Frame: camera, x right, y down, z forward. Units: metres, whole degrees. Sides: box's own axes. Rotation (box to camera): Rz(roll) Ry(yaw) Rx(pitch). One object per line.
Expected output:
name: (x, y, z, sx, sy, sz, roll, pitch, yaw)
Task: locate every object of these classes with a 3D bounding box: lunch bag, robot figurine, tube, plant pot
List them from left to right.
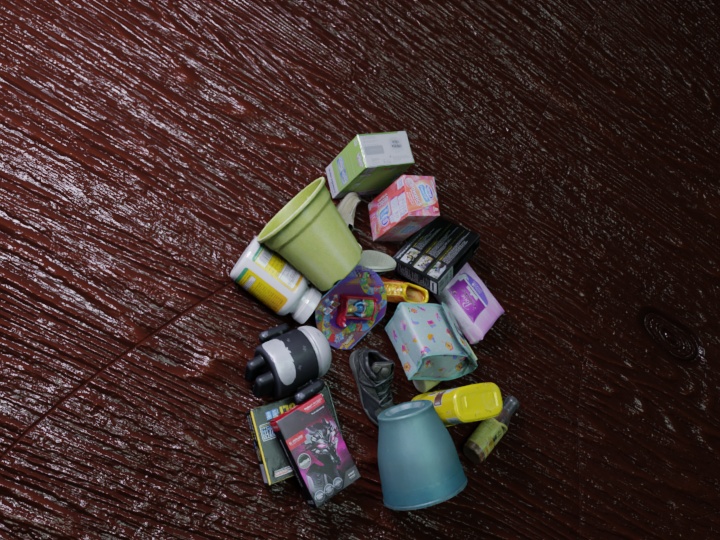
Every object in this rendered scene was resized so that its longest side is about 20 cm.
robot figurine: (-0.157, 0.203, 1.509, 0.196, 0.124, 0.155, -23, 103, -31)
plant pot: (-0.097, -0.066, 1.507, 0.185, 0.199, 0.201, 49, 59, -16)
plant pot: (0.122, 0.399, 1.532, 0.195, 0.199, 0.194, -14, 90, -29)
lunch bag: (0.184, 0.171, 1.673, 0.195, 0.123, 0.173, 3, 44, -31)
tube: (0.214, 0.237, 1.734, 0.197, 0.051, 0.060, -28, 122, -35)

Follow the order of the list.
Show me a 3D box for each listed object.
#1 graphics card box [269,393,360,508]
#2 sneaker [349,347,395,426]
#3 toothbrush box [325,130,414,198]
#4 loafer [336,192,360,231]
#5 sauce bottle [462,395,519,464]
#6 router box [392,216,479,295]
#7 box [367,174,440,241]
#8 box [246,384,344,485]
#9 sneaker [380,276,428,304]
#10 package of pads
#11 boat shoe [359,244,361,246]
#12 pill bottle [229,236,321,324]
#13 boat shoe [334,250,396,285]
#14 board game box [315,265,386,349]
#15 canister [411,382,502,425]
graphics card box: (-0.097, 0.384, 1.471, 0.123, 0.051, 0.204, -25, 88, -31)
sneaker: (0.045, 0.275, 1.597, 0.075, 0.114, 0.205, -18, 85, -28)
toothbrush box: (0.020, -0.258, 1.694, 0.142, 0.199, 0.089, -11, 78, -28)
loafer: (-0.046, -0.119, 1.672, 0.068, 0.075, 0.201, 43, 42, -8)
sauce bottle: (0.336, 0.398, 1.736, 0.199, 0.066, 0.066, -42, 95, -29)
router box: (0.195, -0.045, 1.761, 0.147, 0.052, 0.200, 28, 56, 29)
box: (0.105, -0.150, 1.705, 0.092, 0.199, 0.106, -1, 74, -26)
box: (-0.140, 0.359, 1.513, 0.195, 0.049, 0.164, -12, 79, -30)
sneaker: (0.077, 0.046, 1.700, 0.194, 0.077, 0.075, 8, 72, -14)
package of pads: (0.277, 0.077, 1.798, 0.120, 0.075, 0.201, -42, 96, -32)
boat shoe: (-0.087, -0.043, 1.655, 0.197, 0.062, 0.072, -2, 30, -35)
pill bottle: (-0.187, 0.028, 1.551, 0.198, 0.112, 0.114, 37, 61, -12)
boat shoe: (0.000, 0.000, 1.663, 0.195, 0.064, 0.075, -13, 44, -33)
board game box: (-0.010, 0.095, 1.611, 0.199, 0.039, 0.160, -42, 120, -14)
canister: (0.225, 0.321, 1.624, 0.145, 0.199, 0.089, -4, 76, -27)
